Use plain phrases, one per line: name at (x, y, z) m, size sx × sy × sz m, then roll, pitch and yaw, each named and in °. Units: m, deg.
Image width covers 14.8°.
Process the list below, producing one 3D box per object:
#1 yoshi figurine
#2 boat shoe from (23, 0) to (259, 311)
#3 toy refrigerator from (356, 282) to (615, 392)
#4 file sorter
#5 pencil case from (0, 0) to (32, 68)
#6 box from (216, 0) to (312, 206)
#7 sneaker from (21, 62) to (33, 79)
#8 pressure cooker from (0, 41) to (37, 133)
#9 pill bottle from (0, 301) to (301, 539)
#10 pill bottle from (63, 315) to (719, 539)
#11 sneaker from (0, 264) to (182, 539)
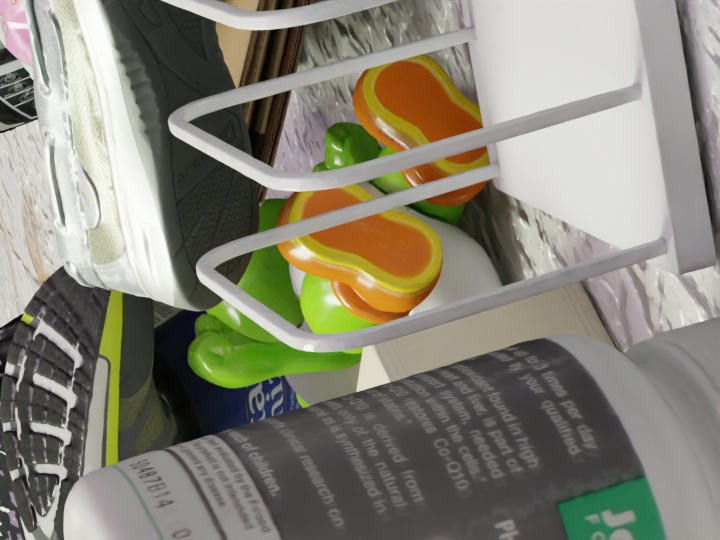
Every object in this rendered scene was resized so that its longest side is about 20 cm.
yoshi figurine at (-0.015, -0.004, 1.002) m, size 0.200 × 0.112 × 0.112 m, roll 109°, pitch 150°, yaw -66°
boat shoe at (-0.083, -0.082, 0.879) m, size 0.065 × 0.074 × 0.202 m, roll 6°, pitch 121°, yaw 30°
toy refrigerator at (0.040, 0.092, 0.952) m, size 0.200 × 0.076 × 0.070 m, roll 99°, pitch 150°, yaw -55°
file sorter at (0.005, -0.094, 0.804) m, size 0.139 × 0.124 × 0.200 m, roll -149°, pitch 46°, yaw -66°
pencil case at (-0.102, -0.156, 0.931) m, size 0.087 × 0.083 × 0.200 m, roll 55°, pitch 162°, yaw 40°
box at (-0.058, -0.106, 1.043) m, size 0.200 × 0.021 × 0.164 m, roll -171°, pitch 94°, yaw -70°
sneaker at (-0.150, -0.175, 1.129) m, size 0.074 × 0.118 × 0.201 m, roll 152°, pitch 126°, yaw -70°
pressure cooker at (-0.191, -0.165, 1.255) m, size 0.200 × 0.178 × 0.176 m, roll 101°, pitch 172°, yaw -72°
pill bottle at (-0.098, 0.058, 1.134) m, size 0.200 × 0.112 × 0.112 m, roll -37°, pitch -62°, yaw -60°
pill bottle at (0.029, 0.082, 0.752) m, size 0.113 × 0.200 × 0.113 m, roll 164°, pitch 90°, yaw -74°
sneaker at (-0.079, 0.085, 1.008) m, size 0.074 × 0.081 × 0.200 m, roll 30°, pitch 128°, yaw 53°
